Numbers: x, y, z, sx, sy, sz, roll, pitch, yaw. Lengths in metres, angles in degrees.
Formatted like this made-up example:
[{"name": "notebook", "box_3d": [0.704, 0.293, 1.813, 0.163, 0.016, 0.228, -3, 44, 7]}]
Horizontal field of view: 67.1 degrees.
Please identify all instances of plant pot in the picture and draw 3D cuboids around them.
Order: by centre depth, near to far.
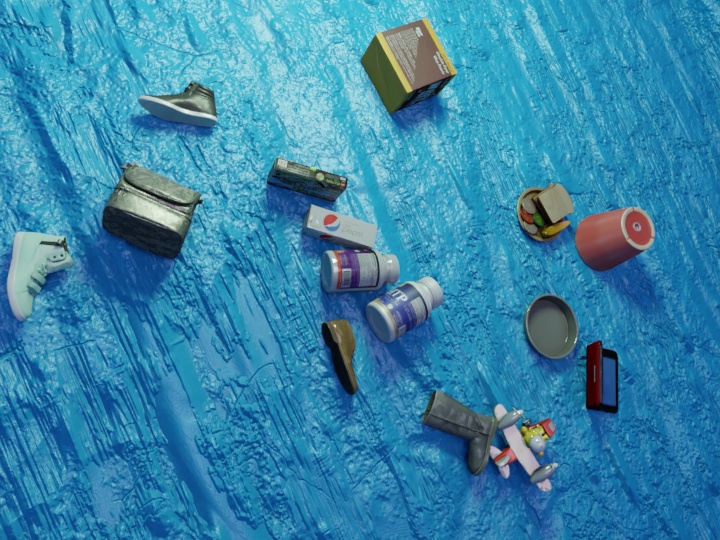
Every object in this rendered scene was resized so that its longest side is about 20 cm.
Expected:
[{"name": "plant pot", "box_3d": [0.843, -0.114, 1.782, 0.198, 0.177, 0.203, 5, 75, -20]}]

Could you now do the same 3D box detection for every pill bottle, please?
[{"name": "pill bottle", "box_3d": [0.000, 0.000, 1.464, 0.198, 0.111, 0.113, -2, 78, -22]}, {"name": "pill bottle", "box_3d": [0.125, 0.100, 1.485, 0.199, 0.120, 0.121, -28, 89, -25]}]

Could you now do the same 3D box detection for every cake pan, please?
[{"name": "cake pan", "box_3d": [0.588, 0.175, 1.691, 0.198, 0.037, 0.203, 5, 75, -20]}]

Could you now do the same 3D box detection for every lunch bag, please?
[{"name": "lunch bag", "box_3d": [-0.496, -0.153, 1.301, 0.198, 0.139, 0.169, 23, 54, -15]}]

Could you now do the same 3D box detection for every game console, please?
[{"name": "game console", "box_3d": [0.768, 0.333, 1.685, 0.117, 0.173, 0.202, 5, 74, 7]}]

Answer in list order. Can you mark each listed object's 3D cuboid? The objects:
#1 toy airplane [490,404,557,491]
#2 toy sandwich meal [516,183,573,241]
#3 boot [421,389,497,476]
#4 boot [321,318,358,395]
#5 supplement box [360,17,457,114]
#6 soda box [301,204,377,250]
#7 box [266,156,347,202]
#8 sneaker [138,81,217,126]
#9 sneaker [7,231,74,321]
[{"name": "toy airplane", "box_3d": [0.454, 0.488, 1.507, 0.198, 0.141, 0.201, 19, 68, -9]}, {"name": "toy sandwich meal", "box_3d": [0.603, -0.191, 1.765, 0.203, 0.070, 0.208, 5, 76, -20]}, {"name": "boot", "box_3d": [0.261, 0.444, 1.484, 0.198, 0.073, 0.184, 22, 76, -14]}, {"name": "boot", "box_3d": [-0.034, 0.223, 1.425, 0.075, 0.073, 0.202, -13, 80, -33]}, {"name": "supplement box", "box_3d": [0.146, -0.622, 1.655, 0.199, 0.133, 0.199, -28, 88, -24]}, {"name": "soda box", "box_3d": [-0.058, -0.113, 1.495, 0.198, 0.064, 0.069, 16, 72, -16]}, {"name": "box", "box_3d": [-0.144, -0.243, 1.466, 0.198, 0.110, 0.035, 13, 73, -17]}, {"name": "sneaker", "box_3d": [-0.470, -0.445, 1.413, 0.198, 0.071, 0.100, 7, 73, -26]}, {"name": "sneaker", "box_3d": [-0.705, 0.010, 1.205, 0.117, 0.074, 0.203, 0, 75, -15]}]
